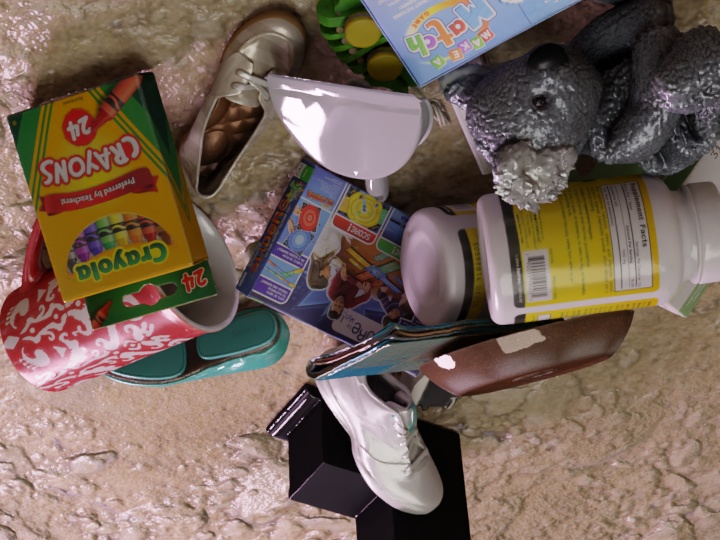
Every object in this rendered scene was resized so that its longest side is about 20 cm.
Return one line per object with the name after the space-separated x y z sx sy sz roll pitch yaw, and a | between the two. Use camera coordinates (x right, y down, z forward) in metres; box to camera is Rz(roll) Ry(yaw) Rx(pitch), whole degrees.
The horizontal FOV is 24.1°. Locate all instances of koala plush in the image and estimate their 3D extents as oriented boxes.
0.174 -0.136 1.358 0.199 0.178 0.184 -21 146 -11 | koala plush

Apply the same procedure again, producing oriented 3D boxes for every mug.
-0.238 0.010 1.579 0.200 0.178 0.133 -26 172 29 | mug

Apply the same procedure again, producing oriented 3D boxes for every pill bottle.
0.203 -0.021 1.419 0.199 0.113 0.113 -7 138 0 | pill bottle
0.147 -0.011 1.549 0.199 0.112 0.112 -6 141 -22 | pill bottle

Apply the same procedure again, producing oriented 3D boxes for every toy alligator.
0.012 -0.179 1.405 0.054 0.059 0.200 -20 136 18 | toy alligator

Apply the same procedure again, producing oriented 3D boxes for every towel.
0.067 0.067 1.520 0.199 0.022 0.147 -4 166 -36 | towel

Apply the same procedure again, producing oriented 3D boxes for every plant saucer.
0.152 0.078 1.506 0.199 0.037 0.200 -13 171 -2 | plant saucer

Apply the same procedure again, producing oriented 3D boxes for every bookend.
0.009 0.249 1.781 0.198 0.201 0.092 20 133 -25 | bookend

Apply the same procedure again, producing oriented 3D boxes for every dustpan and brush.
0.002 -0.108 1.445 0.139 0.057 0.200 10 143 15 | dustpan and brush

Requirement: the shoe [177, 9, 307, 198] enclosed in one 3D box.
-0.101 -0.140 1.446 0.070 0.054 0.200 16 135 -21 | shoe

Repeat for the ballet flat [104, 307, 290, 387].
-0.163 0.086 1.690 0.199 0.068 0.070 -11 152 11 | ballet flat

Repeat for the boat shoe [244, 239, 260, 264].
-0.020 0.009 1.620 0.200 0.062 0.072 26 85 -29 | boat shoe

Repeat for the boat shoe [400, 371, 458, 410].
0.093 0.079 1.692 0.060 0.074 0.200 8 140 -13 | boat shoe

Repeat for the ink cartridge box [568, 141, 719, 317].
0.266 -0.068 1.506 0.200 0.048 0.146 37 88 -38 | ink cartridge box

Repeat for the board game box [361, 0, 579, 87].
0.057 -0.258 1.293 0.151 0.037 0.200 -26 115 21 | board game box

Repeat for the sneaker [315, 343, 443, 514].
0.034 0.161 1.711 0.088 0.075 0.200 -23 105 46 | sneaker

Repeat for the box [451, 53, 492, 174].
0.093 -0.164 1.444 0.041 0.039 0.200 -15 137 14 | box

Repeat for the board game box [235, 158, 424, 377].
0.000 0.000 1.567 0.200 0.034 0.136 27 91 -29 | board game box

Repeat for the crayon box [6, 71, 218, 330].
-0.210 -0.056 1.442 0.126 0.051 0.201 -17 94 13 | crayon box
